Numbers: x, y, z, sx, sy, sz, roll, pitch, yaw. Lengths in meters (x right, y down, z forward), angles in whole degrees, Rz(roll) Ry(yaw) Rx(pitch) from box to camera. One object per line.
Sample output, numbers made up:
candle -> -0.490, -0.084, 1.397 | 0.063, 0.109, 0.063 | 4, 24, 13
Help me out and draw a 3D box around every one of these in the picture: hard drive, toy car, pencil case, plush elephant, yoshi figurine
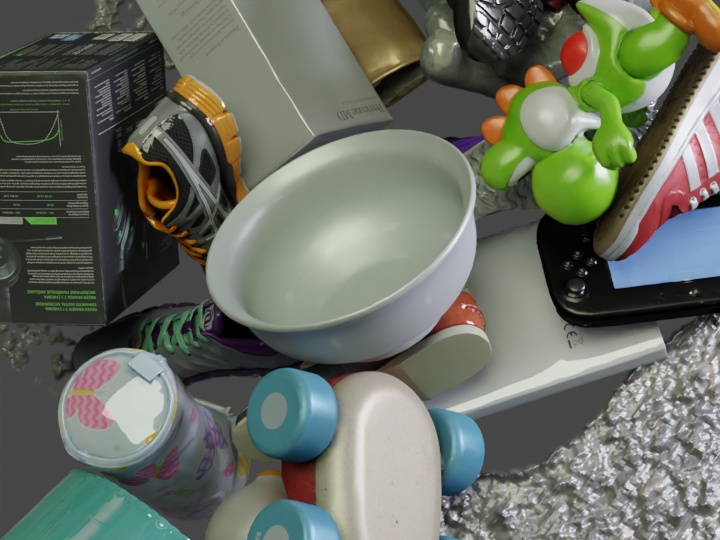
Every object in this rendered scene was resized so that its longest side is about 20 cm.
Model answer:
hard drive -> 0.109, 0.035, 1.672 | 0.200, 0.027, 0.132 | -18, 62, 4
toy car -> -0.045, 0.170, 1.587 | 0.200, 0.184, 0.177 | -17, 66, 40
pencil case -> -0.140, 0.117, 1.598 | 0.091, 0.200, 0.083 | -37, 68, 2
plush elephant -> 0.153, -0.198, 1.694 | 0.200, 0.165, 0.155 | 22, 107, 4
yoshi figurine -> 0.179, -0.108, 1.585 | 0.200, 0.112, 0.112 | -41, 49, 10

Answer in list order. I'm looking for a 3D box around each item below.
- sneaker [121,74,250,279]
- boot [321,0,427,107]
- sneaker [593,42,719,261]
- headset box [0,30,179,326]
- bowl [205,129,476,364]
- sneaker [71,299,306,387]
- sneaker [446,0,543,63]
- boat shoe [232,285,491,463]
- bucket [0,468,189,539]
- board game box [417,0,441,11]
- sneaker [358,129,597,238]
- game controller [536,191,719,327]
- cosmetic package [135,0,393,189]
sneaker -> -0.124, -0.050, 1.675 | 0.077, 0.200, 0.078 | -38, 46, -24
boot -> -0.058, -0.197, 1.804 | 0.175, 0.066, 0.200 | -33, 68, 12
sneaker -> 0.254, -0.071, 1.622 | 0.112, 0.071, 0.200 | 35, 79, -13
headset box -> -0.206, -0.064, 1.677 | 0.093, 0.174, 0.200 | 0, 106, 14
bowl -> 0.000, 0.000, 1.585 | 0.201, 0.090, 0.201 | -17, 37, 13
sneaker -> -0.125, 0.043, 1.690 | 0.200, 0.088, 0.074 | -7, 63, 10
sneaker -> 0.077, -0.217, 1.630 | 0.088, 0.076, 0.200 | -22, 45, 32
boat shoe -> -0.002, 0.073, 1.629 | 0.200, 0.071, 0.063 | -27, 44, 10
bucket -> -0.172, 0.242, 1.547 | 0.207, 0.207, 0.135 | 31, 70, 25
board game box -> 0.014, -0.313, 1.765 | 0.064, 0.200, 0.148 | -36, 62, -6
sneaker -> 0.087, -0.077, 1.692 | 0.200, 0.070, 0.100 | -23, 21, 8
game controller -> 0.228, -0.013, 1.636 | 0.200, 0.042, 0.104 | -7, 61, -5
cosmetic package -> -0.077, -0.168, 1.718 | 0.081, 0.113, 0.200 | -39, 79, 34
